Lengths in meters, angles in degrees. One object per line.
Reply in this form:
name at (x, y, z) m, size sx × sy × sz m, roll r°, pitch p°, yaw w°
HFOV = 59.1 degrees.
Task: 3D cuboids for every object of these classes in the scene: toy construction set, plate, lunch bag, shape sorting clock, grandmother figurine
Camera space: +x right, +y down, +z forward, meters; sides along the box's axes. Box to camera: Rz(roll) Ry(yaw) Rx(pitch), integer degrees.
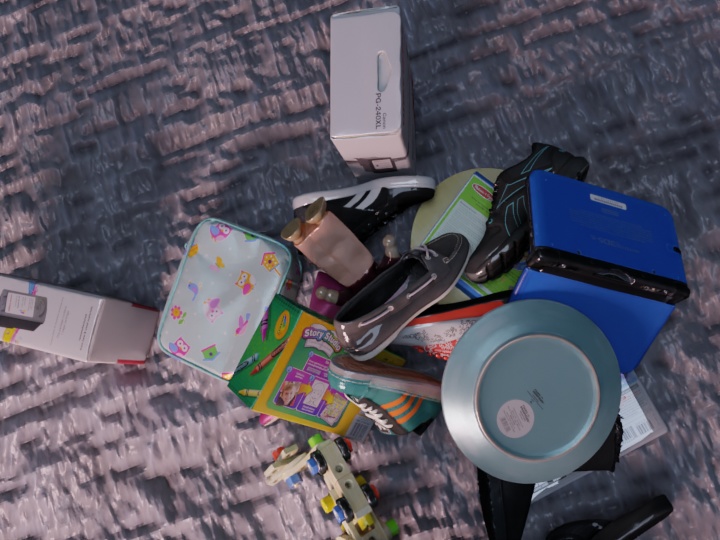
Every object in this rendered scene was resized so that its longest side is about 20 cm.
toy construction set at (-0.030, 0.279, 0.778) m, size 0.200 × 0.132 × 0.092 m, roll 42°, pitch 60°, yaw 18°
plate at (0.185, 0.133, 0.674) m, size 0.196 × 0.026 × 0.204 m, roll 0°, pitch 96°, yaw -3°
lunch bag at (-0.175, 0.035, 0.846) m, size 0.158 × 0.077 × 0.203 m, roll 20°, pitch 87°, yaw 13°
shape sorting clock at (0.162, -0.032, 0.812) m, size 0.196 × 0.039 × 0.204 m, roll -1°, pitch 83°, yaw 5°
grandmother figurine at (0.000, 0.000, 0.785) m, size 0.120 × 0.061 × 0.200 m, roll -32°, pitch 117°, yaw 24°

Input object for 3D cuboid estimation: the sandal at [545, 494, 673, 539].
sandal at (0.268, 0.312, 0.744) m, size 0.198 × 0.076 × 0.048 m, roll -30°, pitch 53°, yaw -2°

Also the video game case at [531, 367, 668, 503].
video game case at (0.240, 0.160, 0.783) m, size 0.198 × 0.024 × 0.184 m, roll -30°, pitch 79°, yaw 6°

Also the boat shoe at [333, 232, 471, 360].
boat shoe at (0.050, 0.015, 0.714) m, size 0.200 × 0.057 × 0.067 m, roll -44°, pitch 35°, yaw -17°

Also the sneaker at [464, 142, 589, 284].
sneaker at (0.186, -0.070, 0.768) m, size 0.079 × 0.076 × 0.200 m, roll 40°, pitch 81°, yaw 22°

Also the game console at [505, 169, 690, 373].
game console at (0.255, 0.005, 0.731) m, size 0.197 × 0.119 × 0.173 m, roll 13°, pitch 59°, yaw -16°

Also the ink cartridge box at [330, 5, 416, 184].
ink cartridge box at (0.020, -0.201, 0.777) m, size 0.082 × 0.200 × 0.148 m, roll -2°, pitch 82°, yaw 10°

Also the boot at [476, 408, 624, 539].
boot at (0.216, 0.222, 0.733) m, size 0.159 × 0.073 × 0.202 m, roll -7°, pitch 97°, yaw -3°

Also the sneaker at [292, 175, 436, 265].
sneaker at (0.009, -0.053, 0.829) m, size 0.197 × 0.073 × 0.114 m, roll -8°, pitch 85°, yaw 21°

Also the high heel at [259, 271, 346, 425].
high heel at (-0.080, 0.100, 0.821) m, size 0.096 × 0.067 × 0.200 m, roll 42°, pitch 87°, yaw 2°

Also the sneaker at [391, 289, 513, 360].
sneaker at (0.115, 0.094, 0.754) m, size 0.198 × 0.067 × 0.110 m, roll -11°, pitch 95°, yaw 1°

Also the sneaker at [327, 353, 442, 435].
sneaker at (0.031, 0.154, 0.742) m, size 0.071 × 0.199 × 0.081 m, roll 25°, pitch 92°, yaw 47°

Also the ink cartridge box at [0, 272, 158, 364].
ink cartridge box at (-0.396, 0.063, 0.847) m, size 0.197 × 0.148 × 0.087 m, roll 10°, pitch 83°, yaw 12°

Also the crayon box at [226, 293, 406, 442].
crayon box at (-0.044, 0.120, 0.752) m, size 0.058 × 0.199 × 0.120 m, roll 26°, pitch 87°, yaw 46°
